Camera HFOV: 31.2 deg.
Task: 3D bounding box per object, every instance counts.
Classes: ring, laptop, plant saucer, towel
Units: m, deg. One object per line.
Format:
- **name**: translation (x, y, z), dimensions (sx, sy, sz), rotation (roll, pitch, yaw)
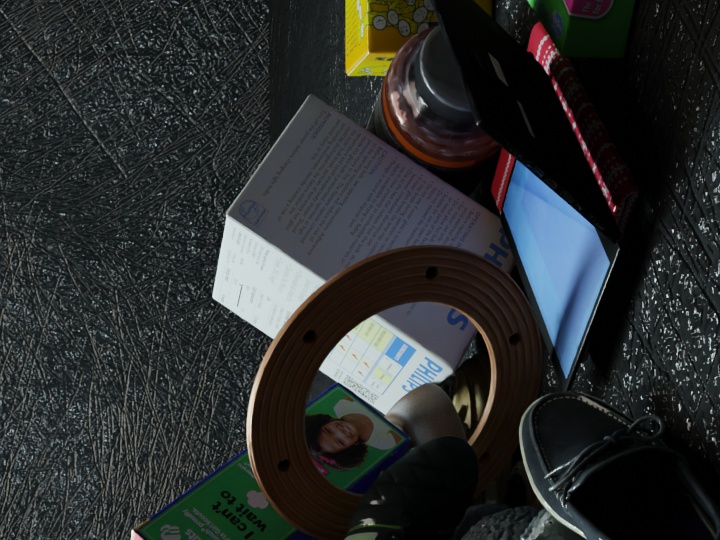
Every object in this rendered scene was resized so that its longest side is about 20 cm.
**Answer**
- **ring**: translation (0.022, 0.077, 0.787), dimensions (0.019, 0.198, 0.203), rotation (41, 132, 55)
- **laptop**: translation (0.082, -0.058, 0.784), dimensions (0.103, 0.199, 0.178), rotation (-40, 37, 22)
- **plant saucer**: translation (0.036, 0.182, 0.925), dimensions (0.200, 0.032, 0.204), rotation (-176, 90, -74)
- **towel**: translation (0.131, -0.055, 0.847), dimensions (0.201, 0.022, 0.146), rotation (-104, 19, -49)

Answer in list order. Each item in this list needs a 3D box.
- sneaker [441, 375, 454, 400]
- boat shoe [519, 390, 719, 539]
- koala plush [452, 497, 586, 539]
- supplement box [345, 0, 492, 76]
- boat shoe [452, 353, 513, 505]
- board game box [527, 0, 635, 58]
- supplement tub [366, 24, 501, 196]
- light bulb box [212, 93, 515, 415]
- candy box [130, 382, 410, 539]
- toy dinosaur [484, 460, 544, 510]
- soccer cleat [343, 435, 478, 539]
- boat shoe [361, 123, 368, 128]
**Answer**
- **sneaker**: translation (0.062, 0.192, 1.105), dimensions (0.091, 0.075, 0.203), rotation (42, -123, -67)
- **boat shoe**: translation (0.133, 0.109, 0.646), dimensions (0.200, 0.074, 0.063), rotation (-120, 8, -61)
- **koala plush**: translation (0.084, 0.228, 0.739), dimensions (0.177, 0.181, 0.203), rotation (144, 139, -76)
- **supplement box**: translation (0.047, -0.272, 1.092), dimensions (0.109, 0.107, 0.203), rotation (174, 96, -80)
- **boat shoe**: translation (0.081, 0.167, 1.011), dimensions (0.073, 0.062, 0.203), rotation (178, 92, -80)
- **board game box**: translation (0.136, -0.251, 0.764), dimensions (0.154, 0.040, 0.202), rotation (-104, 17, -56)
- **supplement tub**: translation (0.063, -0.118, 0.992), dimensions (0.200, 0.105, 0.109), rotation (119, 150, -73)
- **light bulb box**: translation (0.000, 0.000, 1.016), dimensions (0.126, 0.199, 0.198), rotation (-56, -2, -21)
- **candy box**: translation (-0.066, 0.198, 0.865), dimensions (0.199, 0.077, 0.171), rotation (-34, -33, -45)
- **toy dinosaur**: translation (0.115, 0.180, 0.894), dimensions (0.202, 0.057, 0.102), rotation (95, 154, -46)
- **soccer cleat**: translation (0.009, 0.189, 0.768), dimensions (0.201, 0.067, 0.081), rotation (-50, 28, 1)
- **boat shoe**: translation (0.053, -0.097, 1.203), dimensions (0.067, 0.071, 0.201), rotation (63, 169, -25)
